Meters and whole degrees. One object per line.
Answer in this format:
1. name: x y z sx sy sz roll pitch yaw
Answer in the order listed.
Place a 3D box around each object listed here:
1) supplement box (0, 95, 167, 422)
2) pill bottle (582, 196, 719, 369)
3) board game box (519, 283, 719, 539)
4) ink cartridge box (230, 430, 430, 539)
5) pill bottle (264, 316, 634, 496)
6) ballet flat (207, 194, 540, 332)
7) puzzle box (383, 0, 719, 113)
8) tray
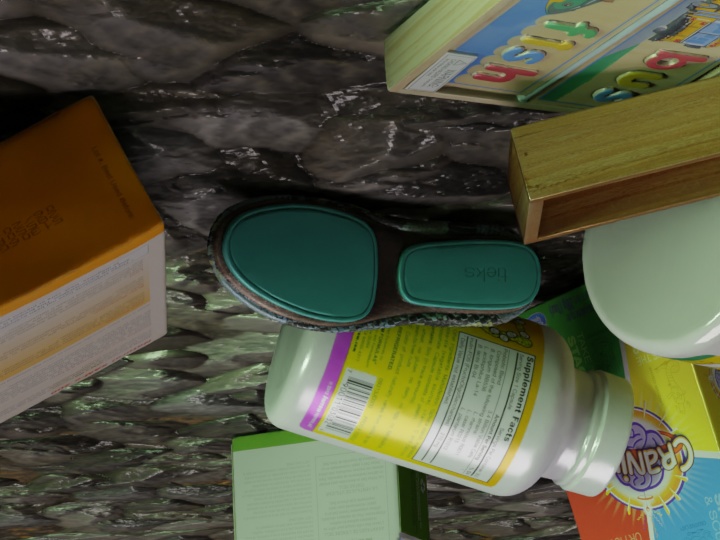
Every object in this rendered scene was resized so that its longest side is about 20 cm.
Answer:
1. supplement box: -0.163 0.005 0.942 0.126 0.074 0.200 -28 168 -13
2. pill bottle: 0.216 0.001 1.013 0.200 0.113 0.113 12 158 -43
3. board game box: 0.177 0.100 1.184 0.040 0.200 0.153 -11 170 -33
4. ink cartridge box: -0.022 0.230 1.599 0.148 0.200 0.076 -9 163 21
5. pill bottle: 0.053 0.068 1.138 0.200 0.104 0.104 18 159 -11
6. ballet flat: 0.000 0.000 1.057 0.200 0.074 0.074 9 160 -28
7. puzzle box: 0.112 -0.108 0.768 0.133 0.025 0.200 4 162 -26
8. tray: 0.165 -0.061 0.855 0.200 0.037 0.099 -13 170 1
